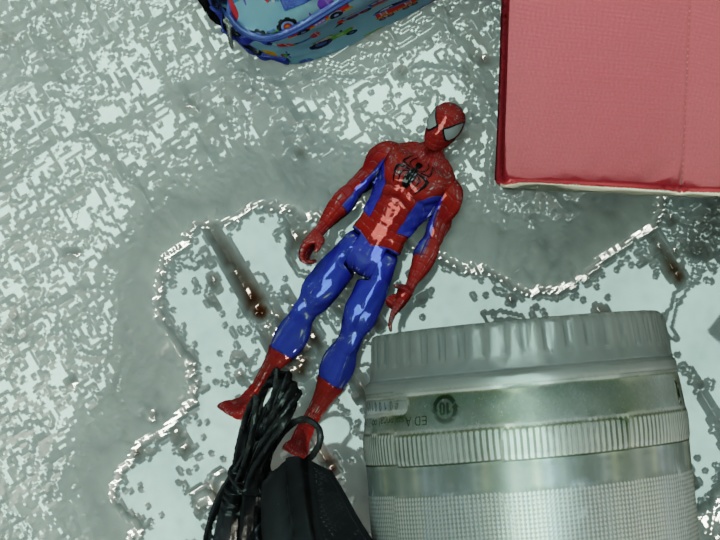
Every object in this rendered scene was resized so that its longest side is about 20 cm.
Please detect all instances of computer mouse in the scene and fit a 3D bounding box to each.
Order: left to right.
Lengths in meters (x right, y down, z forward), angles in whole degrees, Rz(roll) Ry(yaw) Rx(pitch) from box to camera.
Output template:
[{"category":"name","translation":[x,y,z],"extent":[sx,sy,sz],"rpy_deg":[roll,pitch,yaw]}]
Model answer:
[{"category":"computer mouse","translation":[-0.031,0.155,0.914],"extent":[0.052,0.200,0.139],"rpy_deg":[-3,125,-31]}]

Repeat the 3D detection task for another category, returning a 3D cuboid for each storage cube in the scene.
[{"category":"storage cube","translation":[0.151,-0.125,0.920],"extent":[0.169,0.200,0.181],"rpy_deg":[3,93,5]}]

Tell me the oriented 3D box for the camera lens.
[{"category":"camera lens","translation":[0.084,0.126,0.927],"extent":[0.159,0.160,0.202],"rpy_deg":[-6,86,5]}]

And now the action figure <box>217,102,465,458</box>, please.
[{"category":"action figure","translation":[0.000,0.000,1.000],"extent":[0.065,0.052,0.201],"rpy_deg":[30,88,11]}]

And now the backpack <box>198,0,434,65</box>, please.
[{"category":"backpack","translation":[-0.020,-0.196,0.934],"extent":[0.182,0.200,0.135],"rpy_deg":[-25,85,2]}]
